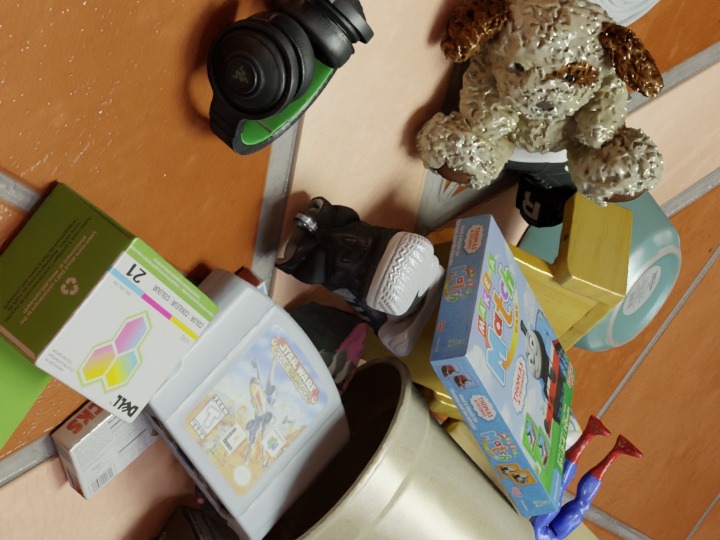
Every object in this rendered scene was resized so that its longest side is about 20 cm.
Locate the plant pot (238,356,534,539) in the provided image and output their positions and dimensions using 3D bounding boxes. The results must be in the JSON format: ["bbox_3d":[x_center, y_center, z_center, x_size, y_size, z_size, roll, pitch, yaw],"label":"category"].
[{"bbox_3d":[0.034,0.204,1.579,0.200,0.183,0.201,-43,-161,19],"label":"plant pot"}]

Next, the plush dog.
[{"bbox_3d":[0.151,-0.157,1.523,0.172,0.200,0.161,91,8,-63],"label":"plush dog"}]

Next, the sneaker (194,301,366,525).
[{"bbox_3d":[-0.069,0.112,1.577,0.200,0.080,0.086,-53,176,-3],"label":"sneaker"}]

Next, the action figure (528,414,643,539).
[{"bbox_3d":[0.165,0.228,1.620,0.065,0.099,0.200,34,99,-27],"label":"action figure"}]

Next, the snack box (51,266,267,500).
[{"bbox_3d":[-0.144,0.084,1.450,0.200,0.024,0.072,-42,149,-23],"label":"snack box"}]

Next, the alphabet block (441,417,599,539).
[{"bbox_3d":[0.092,0.267,1.775,0.196,0.200,0.195,-45,178,5],"label":"alphabet block"}]

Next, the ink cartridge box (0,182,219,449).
[{"bbox_3d":[-0.203,0.063,1.267,0.200,0.076,0.148,-53,154,-5],"label":"ink cartridge box"}]

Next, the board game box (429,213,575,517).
[{"bbox_3d":[0.118,0.078,1.555,0.200,0.037,0.151,57,33,-38],"label":"board game box"}]

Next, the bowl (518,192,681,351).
[{"bbox_3d":[0.239,0.001,1.897,0.201,0.105,0.201,-39,151,-27],"label":"bowl"}]

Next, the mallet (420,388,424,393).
[{"bbox_3d":[0.033,0.144,1.811,0.200,0.041,0.066,-40,155,-16],"label":"mallet"}]

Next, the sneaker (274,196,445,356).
[{"bbox_3d":[0.000,0.000,1.498,0.076,0.114,0.200,-61,167,-12],"label":"sneaker"}]

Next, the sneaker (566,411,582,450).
[{"bbox_3d":[0.153,0.113,1.785,0.076,0.105,0.200,-10,-177,-7],"label":"sneaker"}]

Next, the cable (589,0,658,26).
[{"bbox_3d":[0.221,-0.293,1.554,0.200,0.069,0.200,-54,155,2],"label":"cable"}]

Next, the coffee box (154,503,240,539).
[{"bbox_3d":[-0.088,0.284,1.613,0.200,0.080,0.114,22,109,-32],"label":"coffee box"}]

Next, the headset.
[{"bbox_3d":[-0.054,-0.162,1.279,0.123,0.094,0.200,-42,167,-32],"label":"headset"}]

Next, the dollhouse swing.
[{"bbox_3d":[0.104,0.007,1.695,0.200,0.176,0.182,-46,-162,34],"label":"dollhouse swing"}]

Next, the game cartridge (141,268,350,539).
[{"bbox_3d":[-0.086,0.100,1.452,0.133,0.042,0.200,-45,130,-16],"label":"game cartridge"}]

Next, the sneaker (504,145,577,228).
[{"bbox_3d":[0.158,-0.083,1.695,0.200,0.073,0.112,-17,134,-53],"label":"sneaker"}]
